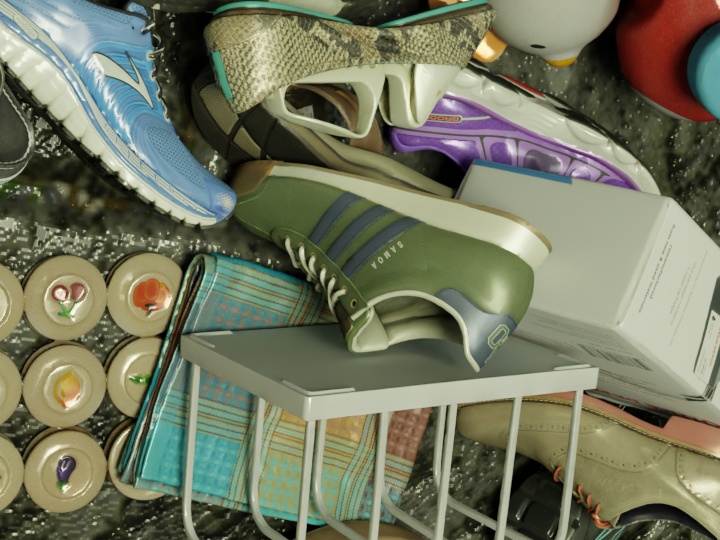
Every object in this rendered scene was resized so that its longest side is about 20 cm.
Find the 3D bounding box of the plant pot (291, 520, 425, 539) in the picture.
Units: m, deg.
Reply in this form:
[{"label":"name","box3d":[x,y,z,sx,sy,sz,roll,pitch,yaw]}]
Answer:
[{"label":"plant pot","box3d":[0.000,0.267,0.943,0.200,0.093,0.201,-10,112,-25]}]

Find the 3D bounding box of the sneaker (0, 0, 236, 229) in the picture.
[{"label":"sneaker","box3d":[-0.130,-0.103,0.823,0.089,0.079,0.200,-46,117,-10]}]

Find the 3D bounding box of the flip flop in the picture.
[{"label":"flip flop","box3d":[-0.014,-0.076,0.896,0.200,0.081,0.058,24,70,-30]}]

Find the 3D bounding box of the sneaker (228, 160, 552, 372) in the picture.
[{"label":"sneaker","box3d":[0.000,0.000,0.845,0.090,0.200,0.067,-69,155,-17]}]

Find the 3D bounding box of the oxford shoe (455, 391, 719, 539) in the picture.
[{"label":"oxford shoe","box3d":[0.148,0.123,0.959,0.070,0.200,0.075,54,50,-64]}]

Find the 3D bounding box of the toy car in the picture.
[{"label":"toy car","box3d":[0.143,-0.167,0.930,0.199,0.184,0.177,-11,108,5]}]

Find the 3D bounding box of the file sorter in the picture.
[{"label":"file sorter","box3d":[0.012,0.105,0.874,0.200,0.139,0.125,-3,104,-34]}]

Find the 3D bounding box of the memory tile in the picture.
[{"label":"memory tile","box3d":[-0.193,0.066,0.859,0.200,0.017,0.154,-2,101,-28]}]

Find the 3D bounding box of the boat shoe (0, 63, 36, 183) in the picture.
[{"label":"boat shoe","box3d":[-0.213,-0.100,0.743,0.200,0.066,0.070,50,51,-53]}]

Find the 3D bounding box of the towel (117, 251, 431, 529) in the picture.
[{"label":"towel","box3d":[-0.038,0.082,0.929,0.200,0.022,0.147,19,89,-34]}]

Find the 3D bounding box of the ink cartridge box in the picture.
[{"label":"ink cartridge box","box3d":[0.156,0.020,0.920,0.200,0.144,0.084,35,76,-47]}]

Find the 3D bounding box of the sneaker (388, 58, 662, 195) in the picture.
[{"label":"sneaker","box3d":[0.103,-0.073,0.967,0.200,0.081,0.084,22,106,-23]}]

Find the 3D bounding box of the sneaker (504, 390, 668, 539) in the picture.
[{"label":"sneaker","box3d":[0.165,0.130,1.040,0.200,0.075,0.079,-54,139,-8]}]

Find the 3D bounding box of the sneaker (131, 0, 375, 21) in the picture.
[{"label":"sneaker","box3d":[-0.082,-0.189,0.825,0.077,0.089,0.200,-37,148,30]}]

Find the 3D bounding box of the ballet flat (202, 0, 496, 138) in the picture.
[{"label":"ballet flat","box3d":[0.000,-0.112,0.843,0.200,0.068,0.076,-9,89,-40]}]
